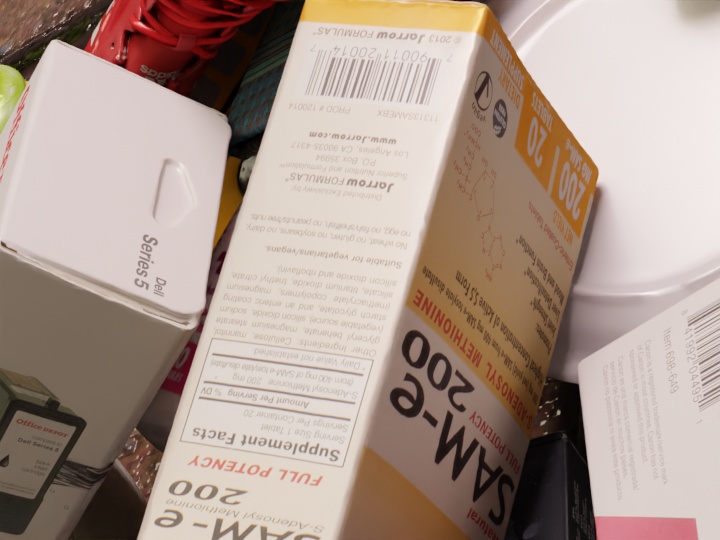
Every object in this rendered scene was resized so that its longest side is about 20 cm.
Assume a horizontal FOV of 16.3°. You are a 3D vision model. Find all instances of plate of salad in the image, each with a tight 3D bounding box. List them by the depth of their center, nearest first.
[{"bbox_3d":[0.112,-0.046,0.934,0.199,0.048,0.201,-11,61,21],"label":"plate of salad"}]

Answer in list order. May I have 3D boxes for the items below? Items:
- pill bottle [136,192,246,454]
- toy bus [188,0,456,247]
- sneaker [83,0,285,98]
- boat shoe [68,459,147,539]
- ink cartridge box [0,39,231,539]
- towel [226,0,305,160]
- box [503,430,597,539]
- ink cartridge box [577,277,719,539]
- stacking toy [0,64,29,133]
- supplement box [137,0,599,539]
[{"bbox_3d":[0.000,0.000,1.016,0.113,0.113,0.201,10,67,54],"label":"pill bottle"},{"bbox_3d":[-0.032,-0.082,1.105,0.078,0.065,0.201,31,89,14],"label":"toy bus"},{"bbox_3d":[-0.058,-0.104,1.007,0.116,0.078,0.200,-62,9,11],"label":"sneaker"},{"bbox_3d":[-0.121,0.154,1.059,0.062,0.073,0.201,-33,42,20],"label":"boat shoe"},{"bbox_3d":[-0.134,0.032,0.999,0.200,0.084,0.146,-57,17,32],"label":"ink cartridge box"},{"bbox_3d":[0.015,-0.144,1.005,0.146,0.022,0.201,-20,44,58],"label":"towel"},{"bbox_3d":[0.010,0.166,0.878,0.159,0.044,0.201,-17,44,22],"label":"box"},{"bbox_3d":[0.174,0.051,0.781,0.200,0.085,0.146,-34,37,29],"label":"ink cartridge box"},{"bbox_3d":[-0.192,-0.067,1.237,0.109,0.200,0.117,-19,44,40],"label":"stacking toy"},{"bbox_3d":[0.009,0.025,0.844,0.073,0.126,0.201,7,70,27],"label":"supplement box"}]
